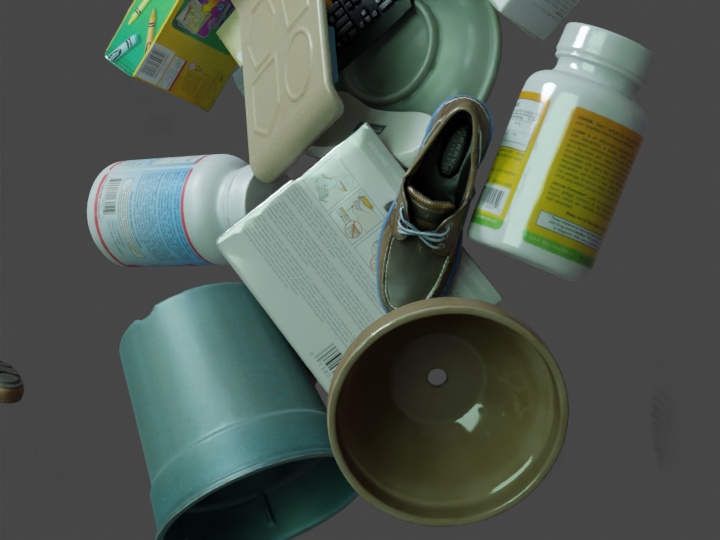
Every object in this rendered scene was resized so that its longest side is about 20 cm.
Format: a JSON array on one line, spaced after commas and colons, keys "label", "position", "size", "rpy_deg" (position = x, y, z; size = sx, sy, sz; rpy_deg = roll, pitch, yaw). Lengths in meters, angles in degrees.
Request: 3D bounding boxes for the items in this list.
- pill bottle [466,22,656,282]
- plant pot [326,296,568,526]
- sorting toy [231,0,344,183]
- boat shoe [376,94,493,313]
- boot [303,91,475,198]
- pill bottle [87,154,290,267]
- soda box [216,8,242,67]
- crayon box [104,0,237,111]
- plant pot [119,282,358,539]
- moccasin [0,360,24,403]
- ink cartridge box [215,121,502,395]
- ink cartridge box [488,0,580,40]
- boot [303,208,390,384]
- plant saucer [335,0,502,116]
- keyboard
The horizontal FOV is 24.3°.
[{"label": "pill bottle", "position": [0.175, -0.100, 1.408], "size": [0.111, 0.111, 0.201], "rpy_deg": [22, 91, 38]}, {"label": "plant pot", "position": [0.070, 0.108, 1.414], "size": [0.201, 0.201, 0.093], "rpy_deg": [-52, 14, 13]}, {"label": "sorting toy", "position": [-0.064, -0.203, 1.521], "size": [0.185, 0.036, 0.201], "rpy_deg": [141, 123, -59]}, {"label": "boat shoe", "position": [0.056, -0.052, 1.406], "size": [0.072, 0.072, 0.201], "rpy_deg": [16, 96, 7]}, {"label": "boot", "position": [0.014, -0.103, 1.535], "size": [0.200, 0.090, 0.073], "rpy_deg": [21, 64, 48]}, {"label": "pill bottle", "position": [-0.165, -0.059, 1.649], "size": [0.199, 0.109, 0.109], "rpy_deg": [0, 77, 36]}, {"label": "soda box", "position": [-0.048, -0.279, 1.652], "size": [0.200, 0.064, 0.068], "rpy_deg": [-47, 55, 18]}, {"label": "crayon box", "position": [-0.158, -0.273, 1.696], "size": [0.058, 0.119, 0.200], "rpy_deg": [38, 100, 37]}, {"label": "plant pot", "position": [-0.119, 0.131, 1.500], "size": [0.200, 0.200, 0.197], "rpy_deg": [-37, 61, 23]}, {"label": "moccasin", "position": [-0.443, 0.132, 1.827], "size": [0.201, 0.074, 0.078], "rpy_deg": [2, 88, 34]}, {"label": "ink cartridge box", "position": [0.000, 0.000, 1.477], "size": [0.176, 0.045, 0.200], "rpy_deg": [-38, 87, 9]}, {"label": "ink cartridge box", "position": [0.171, -0.329, 1.491], "size": [0.200, 0.083, 0.145], "rpy_deg": [-48, 54, 16]}, {"label": "boot", "position": [-0.017, 0.026, 1.546], "size": [0.188, 0.068, 0.200], "rpy_deg": [34, 104, 27]}, {"label": "plant saucer", "position": [0.037, -0.202, 1.577], "size": [0.200, 0.050, 0.201], "rpy_deg": [-11, 72, 35]}, {"label": "keyboard", "position": [-0.048, -0.241, 1.594], "size": [0.200, 0.021, 0.127], "rpy_deg": [-39, 66, 20]}]
